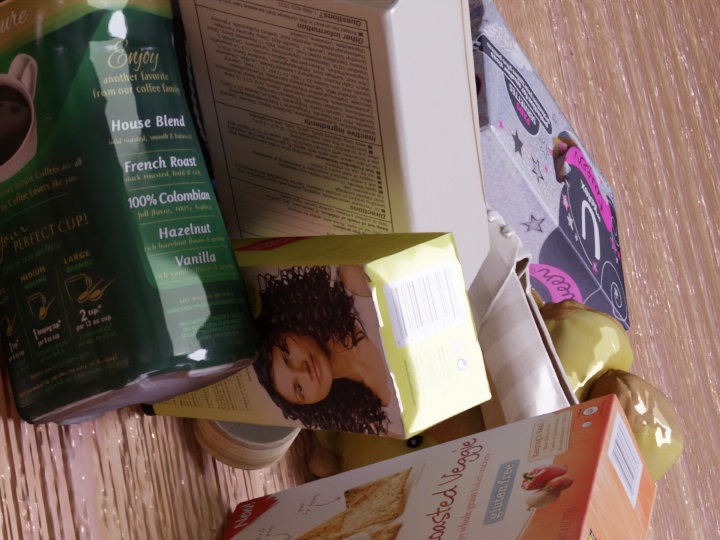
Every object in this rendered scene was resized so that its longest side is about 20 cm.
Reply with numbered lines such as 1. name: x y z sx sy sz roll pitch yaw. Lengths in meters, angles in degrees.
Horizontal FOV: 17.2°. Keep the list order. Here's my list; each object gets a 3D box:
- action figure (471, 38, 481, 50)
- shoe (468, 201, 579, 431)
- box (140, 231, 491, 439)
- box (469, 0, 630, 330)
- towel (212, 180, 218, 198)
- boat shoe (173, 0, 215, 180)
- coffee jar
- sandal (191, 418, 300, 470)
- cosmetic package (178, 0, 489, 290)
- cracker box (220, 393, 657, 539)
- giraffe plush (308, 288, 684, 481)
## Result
1. action figure: -0.027 -0.174 1.152 0.201 0.118 0.102 63 21 6
2. shoe: 0.072 0.022 1.166 0.070 0.053 0.202 10 62 -72
3. box: -0.031 0.025 0.998 0.050 0.199 0.076 -20 101 -34
4. box: 0.058 -0.042 1.362 0.200 0.131 0.115 51 28 -45
5. towel: -0.088 -0.101 1.156 0.200 0.048 0.113 39 40 -57
6. boat shoe: -0.071 -0.139 1.068 0.072 0.060 0.203 15 66 -65
7. coffee jar: -0.112 -0.045 0.969 0.085 0.104 0.202 -9 82 -45
8. sandal: -0.031 0.038 1.190 0.077 0.070 0.212 33 43 4
9. cosmetic package: -0.008 -0.067 1.017 0.073 0.103 0.201 -58 154 -35
10. cracker box: 0.023 0.134 1.043 0.058 0.199 0.134 63 23 -19
11. giraffe plush: 0.049 0.098 1.253 0.162 0.172 0.202 21 89 -51
